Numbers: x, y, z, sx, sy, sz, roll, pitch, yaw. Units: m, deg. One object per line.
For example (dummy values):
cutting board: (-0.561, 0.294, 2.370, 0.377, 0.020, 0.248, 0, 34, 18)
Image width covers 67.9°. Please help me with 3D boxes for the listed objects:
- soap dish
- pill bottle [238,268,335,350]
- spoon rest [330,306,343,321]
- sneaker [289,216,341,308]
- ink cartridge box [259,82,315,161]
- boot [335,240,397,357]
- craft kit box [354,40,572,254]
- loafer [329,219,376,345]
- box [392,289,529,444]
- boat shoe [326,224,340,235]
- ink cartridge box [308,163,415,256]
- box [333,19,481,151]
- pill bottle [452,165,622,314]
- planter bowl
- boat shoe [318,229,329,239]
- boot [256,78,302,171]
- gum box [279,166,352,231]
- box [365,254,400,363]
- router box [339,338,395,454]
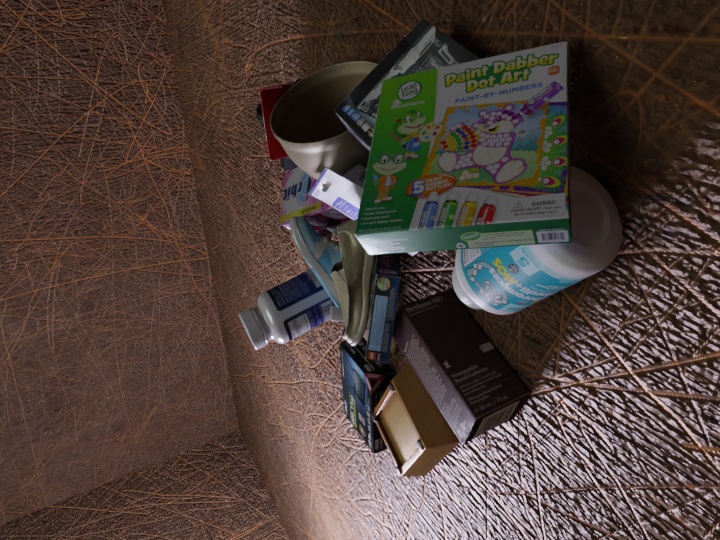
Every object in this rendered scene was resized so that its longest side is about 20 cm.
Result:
soap dish: (0.095, 0.277, 0.974, 0.159, 0.080, 0.202, 61, 154, 27)
pill bottle: (-0.142, 0.079, 1.093, 0.112, 0.197, 0.112, 55, 162, 28)
spoon rest: (0.000, 0.000, 0.924, 0.100, 0.059, 0.203, -97, 23, -59)
sneaker: (-0.035, -0.039, 0.993, 0.202, 0.129, 0.080, 56, -174, -15)
ink cartridge box: (-0.104, -0.267, 0.938, 0.066, 0.198, 0.119, 14, 119, 43)
boot: (0.002, 0.054, 1.075, 0.200, 0.065, 0.178, 45, 155, 49)
craft kit box: (0.103, -0.117, 0.522, 0.049, 0.196, 0.201, 51, -137, -51)
loafer: (-0.014, 0.015, 0.821, 0.076, 0.067, 0.205, -81, -2, -75)
box: (0.138, 0.131, 0.773, 0.201, 0.098, 0.076, 55, 149, 36)
boat shoe: (-0.059, -0.116, 1.116, 0.200, 0.071, 0.070, 42, 167, 45)
ink cartridge box: (0.024, -0.098, 0.809, 0.040, 0.197, 0.099, -66, 13, -22)
box: (0.083, -0.180, 0.625, 0.201, 0.157, 0.050, 50, -173, 32)
pill bottle: (0.176, -0.019, 0.587, 0.113, 0.109, 0.200, 68, 156, 13)
planter bowl: (-0.028, -0.216, 0.853, 0.201, 0.198, 0.136, 50, 171, 42)
boat shoe: (-0.119, -0.122, 1.228, 0.071, 0.059, 0.204, -20, 87, 26)
boot: (-0.138, -0.269, 1.070, 0.075, 0.201, 0.171, 17, 130, 12)
gum box: (-0.081, -0.145, 1.025, 0.198, 0.065, 0.116, -10, 69, 51)
box: (0.037, 0.037, 0.868, 0.201, 0.037, 0.140, -82, -2, -70)
router box: (0.015, 0.268, 1.164, 0.150, 0.061, 0.204, 41, 140, 53)
